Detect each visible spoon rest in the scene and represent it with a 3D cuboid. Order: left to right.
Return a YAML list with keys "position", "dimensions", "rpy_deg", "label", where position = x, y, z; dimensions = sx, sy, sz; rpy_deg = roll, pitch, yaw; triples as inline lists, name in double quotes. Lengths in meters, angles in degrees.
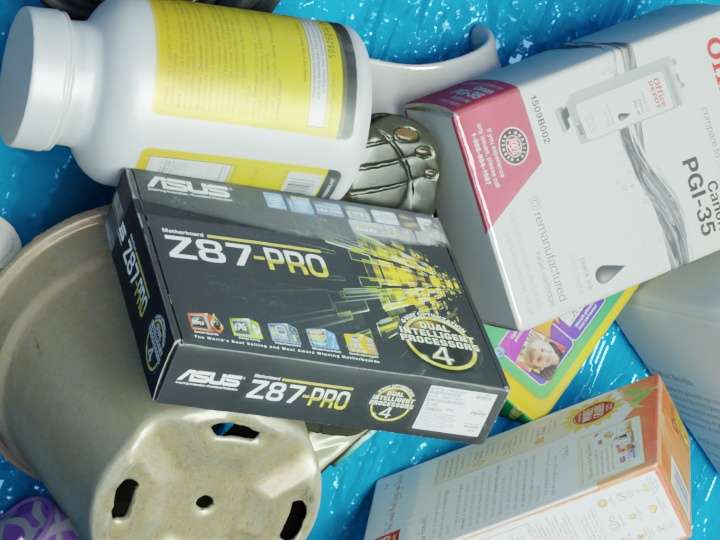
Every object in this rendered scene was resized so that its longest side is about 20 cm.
- position: [0.004, -0.103, 1.654]
  dimensions: [0.200, 0.061, 0.099]
  rpy_deg: [-22, 104, -19]
  label: "spoon rest"

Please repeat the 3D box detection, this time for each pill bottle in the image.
- position: [-0.102, -0.100, 1.543]
  dimensions: [0.200, 0.112, 0.112]
  rpy_deg: [7, 94, -21]
  label: "pill bottle"

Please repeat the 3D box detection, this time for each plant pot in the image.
- position: [-0.112, 0.090, 1.531]
  dimensions: [0.200, 0.183, 0.200]
  rpy_deg: [-9, 121, -16]
  label: "plant pot"

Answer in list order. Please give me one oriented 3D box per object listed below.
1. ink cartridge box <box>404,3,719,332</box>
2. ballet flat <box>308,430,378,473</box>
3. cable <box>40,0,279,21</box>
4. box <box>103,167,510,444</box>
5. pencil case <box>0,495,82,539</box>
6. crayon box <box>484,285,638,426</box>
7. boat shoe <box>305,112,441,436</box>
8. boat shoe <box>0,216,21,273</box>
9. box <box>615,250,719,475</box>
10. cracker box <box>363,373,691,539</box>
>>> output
- position: [0.147, -0.067, 1.640]
  dimensions: [0.200, 0.083, 0.147]
  rpy_deg: [-22, 103, -18]
  label: "ink cartridge box"
- position: [-0.039, 0.111, 1.668]
  dimensions: [0.200, 0.069, 0.069]
  rpy_deg: [-44, 110, -13]
  label: "ballet flat"
- position: [-0.102, -0.206, 1.546]
  dimensions: [0.163, 0.051, 0.200]
  rpy_deg: [13, 135, -28]
  label: "cable"
- position: [-0.032, 0.020, 1.487]
  dimensions: [0.200, 0.161, 0.049]
  rpy_deg: [9, 123, -23]
  label: "box"
- position: [-0.158, 0.228, 1.615]
  dimensions: [0.084, 0.085, 0.200]
  rpy_deg: [-41, 109, 1]
  label: "pencil case"
- position: [0.118, -0.015, 1.711]
  dimensions: [0.119, 0.058, 0.200]
  rpy_deg: [40, 81, -21]
  label: "crayon box"
- position: [0.000, 0.000, 1.623]
  dimensions: [0.076, 0.074, 0.200]
  rpy_deg: [11, 99, -23]
  label: "boat shoe"
- position: [-0.297, 0.005, 1.556]
  dimensions: [0.200, 0.073, 0.062]
  rpy_deg: [-11, 144, -27]
  label: "boat shoe"
- position: [0.306, 0.027, 1.717]
  dimensions: [0.200, 0.199, 0.171]
  rpy_deg: [-41, 109, -14]
  label: "box"
- position: [0.102, 0.146, 1.641]
  dimensions: [0.200, 0.134, 0.058]
  rpy_deg: [-21, 108, 15]
  label: "cracker box"
